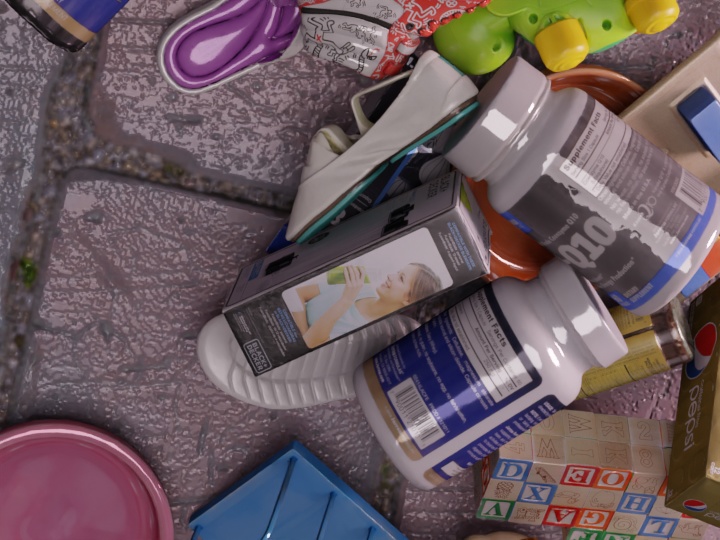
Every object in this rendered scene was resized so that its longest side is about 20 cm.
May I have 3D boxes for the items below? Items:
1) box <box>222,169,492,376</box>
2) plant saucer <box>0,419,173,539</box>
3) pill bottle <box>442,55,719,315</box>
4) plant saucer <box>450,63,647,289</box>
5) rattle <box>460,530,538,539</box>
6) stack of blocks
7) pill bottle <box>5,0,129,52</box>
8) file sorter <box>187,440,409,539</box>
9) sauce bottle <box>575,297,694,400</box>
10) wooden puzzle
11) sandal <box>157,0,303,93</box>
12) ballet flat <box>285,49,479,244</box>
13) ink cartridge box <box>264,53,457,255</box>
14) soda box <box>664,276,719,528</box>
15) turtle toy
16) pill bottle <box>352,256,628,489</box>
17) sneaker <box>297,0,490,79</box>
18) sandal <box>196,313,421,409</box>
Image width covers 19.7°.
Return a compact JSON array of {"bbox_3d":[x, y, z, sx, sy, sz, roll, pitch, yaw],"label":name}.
[{"bbox_3d":[0.000,0.000,1.591,0.199,0.117,0.060,-24,104,12],"label":"box"},{"bbox_3d":[-0.255,0.214,1.723,0.199,0.051,0.202,-2,107,-6],"label":"plant saucer"},{"bbox_3d":[0.168,-0.066,1.571,0.199,0.114,0.114,36,99,-7],"label":"pill bottle"},{"bbox_3d":[0.161,-0.072,1.676,0.199,0.032,0.202,-10,118,-19],"label":"plant saucer"},{"bbox_3d":[0.181,0.269,1.721,0.199,0.131,0.143,23,125,-23],"label":"rattle"},{"bbox_3d":[0.197,0.177,1.735,0.198,0.059,0.116,7,137,-9],"label":"stack of blocks"},{"bbox_3d":[-0.185,-0.270,1.557,0.200,0.112,0.112,-44,106,7],"label":"pill bottle"},{"bbox_3d":[-0.040,0.271,1.704,0.200,0.123,0.139,43,123,-16],"label":"file sorter"},{"bbox_3d":[0.174,0.074,1.709,0.199,0.065,0.065,-18,108,18],"label":"sauce bottle"},{"bbox_3d":[0.274,-0.070,1.676,0.200,0.046,0.185,-42,122,2],"label":"wooden puzzle"},{"bbox_3d":[-0.067,-0.201,1.615,0.202,0.050,0.083,-37,107,5],"label":"sandal"},{"bbox_3d":[0.004,-0.099,1.583,0.200,0.070,0.069,-38,108,28],"label":"ballet flat"},{"bbox_3d":[0.019,-0.067,1.665,0.099,0.039,0.201,33,92,-15],"label":"ink cartridge box"},{"bbox_3d":[0.300,0.104,1.684,0.064,0.201,0.068,21,146,-13],"label":"soda box"},{"bbox_3d":[0.149,-0.218,1.614,0.199,0.101,0.147,-23,77,0],"label":"turtle toy"},{"bbox_3d":[0.103,0.077,1.637,0.199,0.116,0.116,-32,107,9],"label":"pill bottle"},{"bbox_3d":[0.049,-0.202,1.564,0.199,0.067,0.109,2,120,3],"label":"sneaker"},{"bbox_3d":[-0.041,0.074,1.705,0.201,0.050,0.083,3,84,-20],"label":"sandal"}]
